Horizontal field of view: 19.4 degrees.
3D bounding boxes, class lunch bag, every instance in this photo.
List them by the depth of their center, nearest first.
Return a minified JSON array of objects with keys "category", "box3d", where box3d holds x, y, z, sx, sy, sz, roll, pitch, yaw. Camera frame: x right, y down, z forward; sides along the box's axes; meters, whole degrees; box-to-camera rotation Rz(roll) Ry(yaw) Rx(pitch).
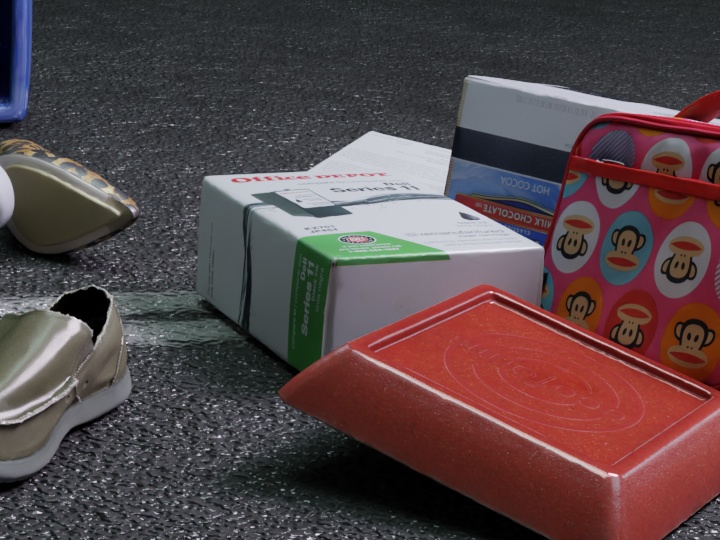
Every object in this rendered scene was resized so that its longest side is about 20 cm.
[{"category":"lunch bag","box3d":[0.195,-0.018,1.213,0.082,0.176,0.200,18,-1,-35]}]

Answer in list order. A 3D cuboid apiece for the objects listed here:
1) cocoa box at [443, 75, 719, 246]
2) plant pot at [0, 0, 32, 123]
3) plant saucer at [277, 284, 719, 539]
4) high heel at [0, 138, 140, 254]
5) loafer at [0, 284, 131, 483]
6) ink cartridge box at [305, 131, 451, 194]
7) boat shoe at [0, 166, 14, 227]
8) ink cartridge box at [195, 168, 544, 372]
[{"category":"cocoa box","box3d":[0.170,-0.045,1.398,0.200,0.131,0.133,17,10,39]},{"category":"plant pot","box3d":[-0.392,-0.240,1.882,0.200,0.200,0.180,2,8,-8]},{"category":"plant saucer","box3d":[0.091,0.067,1.091,0.199,0.037,0.200,25,24,24]},{"category":"high heel","box3d":[-0.205,-0.062,1.494,0.200,0.072,0.143,7,16,32]},{"category":"loafer","box3d":[-0.178,0.053,1.079,0.075,0.070,0.200,8,16,14]},{"category":"ink cartridge box","box3d":[0.016,-0.032,1.538,0.162,0.050,0.200,15,37,34]},{"category":"boat shoe","box3d":[-0.328,-0.053,1.442,0.200,0.071,0.070,11,26,31]},{"category":"ink cartridge box","box3d":[0.000,0.000,1.298,0.146,0.083,0.200,-4,18,-27]}]
